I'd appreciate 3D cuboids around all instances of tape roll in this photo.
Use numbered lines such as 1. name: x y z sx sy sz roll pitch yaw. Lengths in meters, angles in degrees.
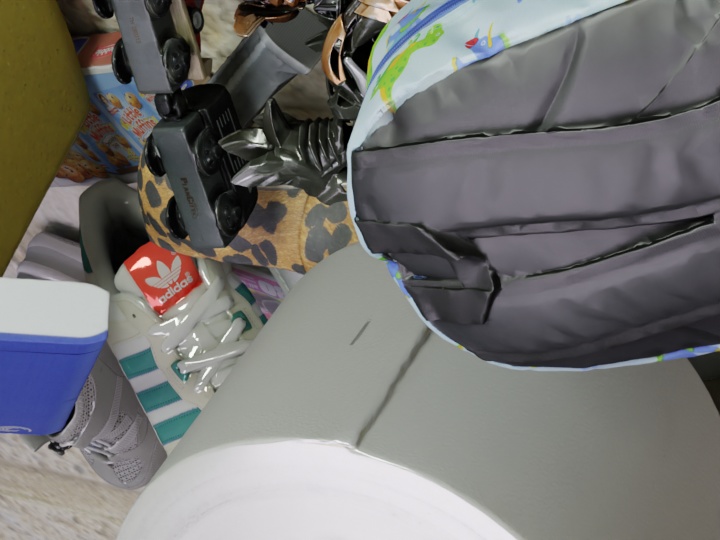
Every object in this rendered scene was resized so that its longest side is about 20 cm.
1. tape roll: 0.025 0.105 1.045 0.201 0.139 0.204 14 129 18

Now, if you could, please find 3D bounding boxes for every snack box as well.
1. snack box: -0.129 -0.069 1.249 0.199 0.024 0.072 -1 138 50

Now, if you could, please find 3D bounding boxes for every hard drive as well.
1. hard drive: -0.176 0.035 1.133 0.131 0.026 0.200 4 167 -10

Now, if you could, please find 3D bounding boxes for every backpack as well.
1. backpack: 0.093 -0.046 0.879 0.199 0.154 0.163 -26 124 13

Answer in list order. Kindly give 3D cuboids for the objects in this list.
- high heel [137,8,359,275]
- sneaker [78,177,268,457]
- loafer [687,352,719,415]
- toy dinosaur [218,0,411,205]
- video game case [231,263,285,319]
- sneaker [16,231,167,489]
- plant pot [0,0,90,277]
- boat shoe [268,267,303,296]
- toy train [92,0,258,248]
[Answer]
1. high heel: 0.000 0.000 1.136 0.200 0.071 0.143 46 137 2
2. sneaker: -0.070 0.036 1.209 0.200 0.070 0.094 52 171 42
3. loafer: 0.130 0.077 1.135 0.075 0.070 0.200 39 156 -9
4. toy dinosaur: 0.008 -0.093 0.977 0.200 0.102 0.136 46 143 20
5. video game case: -0.045 0.041 1.366 0.142 0.018 0.200 19 153 25
6. sneaker: -0.151 0.063 1.451 0.074 0.082 0.200 20 153 24
7. plant pot: -0.232 -0.070 1.163 0.200 0.196 0.194 38 152 -24
8. boat shoe: 0.010 0.035 1.228 0.072 0.069 0.200 2 142 47
9. toy train: -0.076 -0.101 1.054 0.034 0.046 0.201 0 122 30
